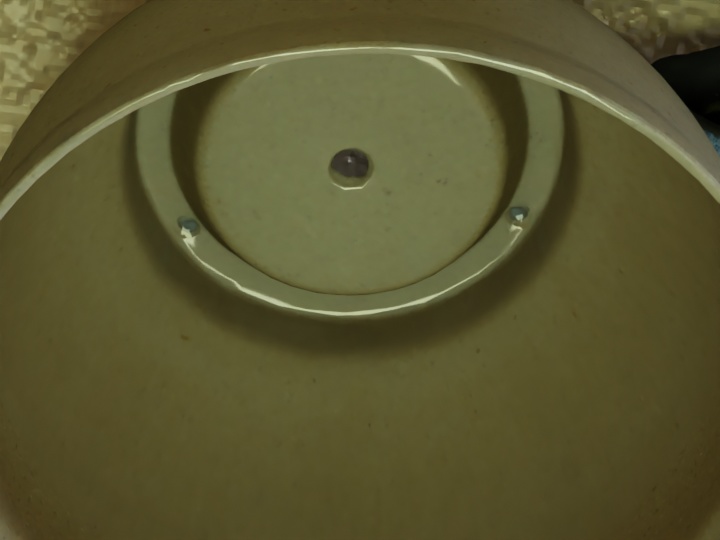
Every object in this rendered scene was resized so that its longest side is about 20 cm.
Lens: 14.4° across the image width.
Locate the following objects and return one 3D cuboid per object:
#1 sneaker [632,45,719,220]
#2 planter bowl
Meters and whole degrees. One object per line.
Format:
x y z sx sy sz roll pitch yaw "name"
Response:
0.159 -0.053 0.709 0.199 0.079 0.089 -22 123 11 "sneaker"
0.000 0.000 0.699 0.199 0.135 0.201 0 124 -1 "planter bowl"
